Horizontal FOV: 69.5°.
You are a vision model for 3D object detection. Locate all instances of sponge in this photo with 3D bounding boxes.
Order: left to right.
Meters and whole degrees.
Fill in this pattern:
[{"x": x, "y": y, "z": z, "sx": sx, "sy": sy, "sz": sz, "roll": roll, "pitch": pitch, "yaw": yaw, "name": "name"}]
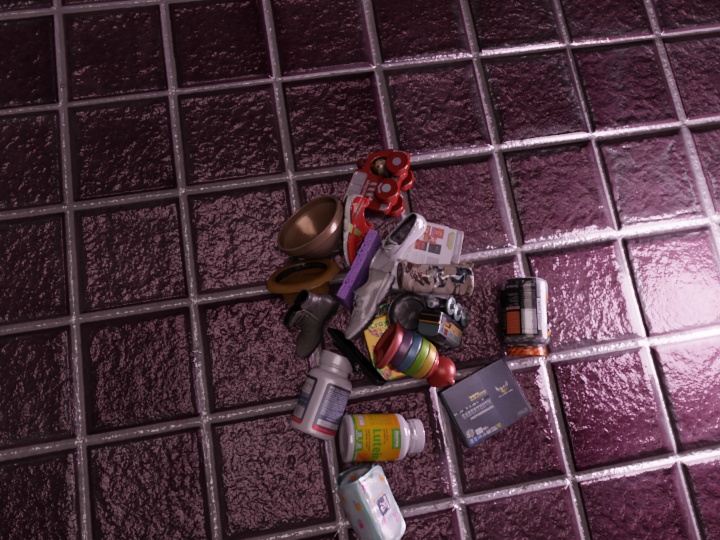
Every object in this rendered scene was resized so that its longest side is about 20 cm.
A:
[{"x": 0.000, "y": 0.000, "z": 1.381, "sx": 0.030, "sy": 0.112, "sz": 0.201, "roll": 24, "pitch": 77, "yaw": 16, "name": "sponge"}]

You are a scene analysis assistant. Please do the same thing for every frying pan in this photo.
[{"x": 0.137, "y": 0.149, "z": 1.346, "sx": 0.114, "sy": 0.031, "sz": 0.192, "roll": -19, "pitch": 97, "yaw": -16, "name": "frying pan"}]

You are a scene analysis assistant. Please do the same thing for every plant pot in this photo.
[{"x": -0.117, "y": -0.098, "z": 1.383, "sx": 0.201, "sy": 0.200, "sz": 0.093, "roll": -48, "pitch": 125, "yaw": -11, "name": "plant pot"}]

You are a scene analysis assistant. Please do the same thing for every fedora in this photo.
[{"x": -0.146, "y": 0.037, "z": 1.361, "sx": 0.199, "sy": 0.201, "sz": 0.082, "roll": -15, "pitch": 114, "yaw": -7, "name": "fedora"}]

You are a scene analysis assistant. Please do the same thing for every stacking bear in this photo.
[{"x": 0.147, "y": 0.224, "z": 1.298, "sx": 0.199, "sy": 0.122, "sz": 0.114, "roll": 30, "pitch": 104, "yaw": -9, "name": "stacking bear"}]

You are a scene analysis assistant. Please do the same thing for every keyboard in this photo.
[{"x": -0.020, "y": 0.214, "z": 1.303, "sx": 0.021, "sy": 0.127, "sz": 0.200, "roll": -49, "pitch": 61, "yaw": 5, "name": "keyboard"}]

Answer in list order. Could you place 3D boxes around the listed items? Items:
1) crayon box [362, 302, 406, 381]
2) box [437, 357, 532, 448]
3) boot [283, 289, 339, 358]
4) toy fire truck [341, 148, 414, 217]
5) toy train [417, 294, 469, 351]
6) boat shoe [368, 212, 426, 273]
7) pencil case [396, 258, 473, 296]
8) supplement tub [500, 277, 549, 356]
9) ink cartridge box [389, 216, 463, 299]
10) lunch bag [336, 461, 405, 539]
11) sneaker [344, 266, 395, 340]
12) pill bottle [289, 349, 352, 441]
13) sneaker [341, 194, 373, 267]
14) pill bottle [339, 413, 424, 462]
[{"x": 0.075, "y": 0.187, "z": 1.380, "sx": 0.126, "sy": 0.051, "sz": 0.202, "roll": -16, "pitch": 79, "yaw": -6, "name": "crayon box"}, {"x": 0.324, "y": 0.345, "z": 1.363, "sx": 0.199, "sy": 0.051, "sz": 0.159, "roll": -26, "pitch": 80, "yaw": -8, "name": "box"}, {"x": -0.148, "y": 0.132, "z": 1.307, "sx": 0.068, "sy": 0.130, "sz": 0.201, "roll": 42, "pitch": 112, "yaw": 37, "name": "boot"}, {"x": 0.051, "y": -0.252, "z": 1.448, "sx": 0.167, "sy": 0.112, "sz": 0.202, "roll": 16, "pitch": 76, "yaw": 19, "name": "toy fire truck"}, {"x": 0.216, "y": 0.136, "z": 1.338, "sx": 0.085, "sy": 0.200, "sz": 0.115, "roll": 7, "pitch": 72, "yaw": 34, "name": "toy train"}, {"x": 0.088, "y": -0.068, "z": 1.338, "sx": 0.200, "sy": 0.068, "sz": 0.072, "roll": -42, "pitch": 60, "yaw": 12, "name": "boat shoe"}, {"x": 0.187, "y": 0.015, "z": 1.322, "sx": 0.198, "sy": 0.078, "sz": 0.090, "roll": 4, "pitch": 97, "yaw": -3, "name": "pencil case"}, {"x": 0.437, "y": 0.125, "z": 1.379, "sx": 0.121, "sy": 0.123, "sz": 0.202, "roll": 3, "pitch": 79, "yaw": -3, "name": "supplement tub"}, {"x": 0.174, "y": -0.024, "z": 1.412, "sx": 0.174, "sy": 0.084, "sz": 0.202, "roll": 13, "pitch": 78, "yaw": -1, "name": "ink cartridge box"}, {"x": 0.022, "y": 0.554, "z": 1.224, "sx": 0.121, "sy": 0.200, "sz": 0.172, "roll": -22, "pitch": 80, "yaw": -8, "name": "lunch bag"}, {"x": 0.010, "y": 0.084, "z": 1.333, "sx": 0.082, "sy": 0.075, "sz": 0.201, "roll": 31, "pitch": 86, "yaw": 13, "name": "sneaker"}, {"x": -0.088, "y": 0.311, "z": 1.308, "sx": 0.119, "sy": 0.120, "sz": 0.202, "roll": 21, "pitch": 78, "yaw": 1, "name": "pill bottle"}, {"x": -0.007, "y": -0.101, "z": 1.391, "sx": 0.084, "sy": 0.077, "sz": 0.202, "roll": 2, "pitch": 107, "yaw": -3, "name": "sneaker"}, {"x": 0.053, "y": 0.414, "z": 1.293, "sx": 0.198, "sy": 0.111, "sz": 0.112, "roll": 3, "pitch": 78, "yaw": -15, "name": "pill bottle"}]
